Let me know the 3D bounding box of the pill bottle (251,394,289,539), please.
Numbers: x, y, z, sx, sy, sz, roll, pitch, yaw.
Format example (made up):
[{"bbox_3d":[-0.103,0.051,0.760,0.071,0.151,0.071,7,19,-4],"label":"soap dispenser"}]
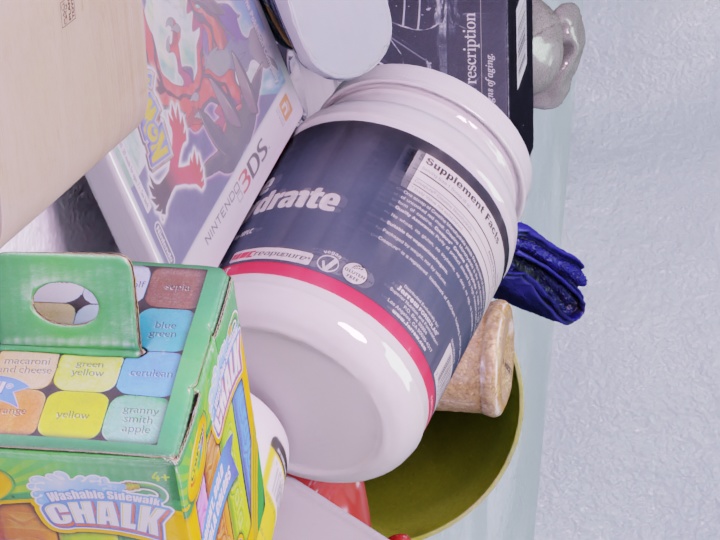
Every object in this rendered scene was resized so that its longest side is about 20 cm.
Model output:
[{"bbox_3d":[-0.105,0.155,1.475,0.111,0.111,0.200,82,15,-46],"label":"pill bottle"}]

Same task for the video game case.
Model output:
[{"bbox_3d":[-0.096,-0.104,1.484,0.200,0.023,0.182,68,32,-33],"label":"video game case"}]

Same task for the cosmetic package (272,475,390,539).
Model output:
[{"bbox_3d":[-0.013,0.251,1.573,0.200,0.165,0.165,-53,149,-10],"label":"cosmetic package"}]

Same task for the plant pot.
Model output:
[{"bbox_3d":[0.002,0.061,1.935,0.200,0.187,0.187,-107,-162,-76],"label":"plant pot"}]

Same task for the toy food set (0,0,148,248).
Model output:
[{"bbox_3d":[-0.155,-0.117,1.299,0.144,0.060,0.200,-48,140,-55],"label":"toy food set"}]

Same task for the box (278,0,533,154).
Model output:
[{"bbox_3d":[0.009,-0.143,1.814,0.104,0.182,0.200,-68,158,-59],"label":"box"}]

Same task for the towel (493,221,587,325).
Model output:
[{"bbox_3d":[0.042,-0.032,1.924,0.148,0.200,0.050,35,79,-58],"label":"towel"}]

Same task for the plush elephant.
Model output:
[{"bbox_3d":[0.066,-0.143,2.003,0.155,0.200,0.165,-49,168,10],"label":"plush elephant"}]

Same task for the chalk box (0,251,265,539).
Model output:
[{"bbox_3d":[-0.122,0.076,1.329,0.124,0.125,0.200,-76,164,-46],"label":"chalk box"}]

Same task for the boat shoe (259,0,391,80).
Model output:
[{"bbox_3d":[-0.044,-0.199,1.552,0.091,0.071,0.200,-148,-138,-65],"label":"boat shoe"}]

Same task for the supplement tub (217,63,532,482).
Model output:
[{"bbox_3d":[0.000,0.000,1.576,0.140,0.140,0.200,83,27,-45],"label":"supplement tub"}]

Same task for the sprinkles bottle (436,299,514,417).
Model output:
[{"bbox_3d":[-0.015,0.044,1.687,0.068,0.200,0.068,4,90,-80],"label":"sprinkles bottle"}]

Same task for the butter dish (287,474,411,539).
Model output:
[{"bbox_3d":[-0.040,0.171,1.743,0.199,0.148,0.200,-60,152,-66],"label":"butter dish"}]
